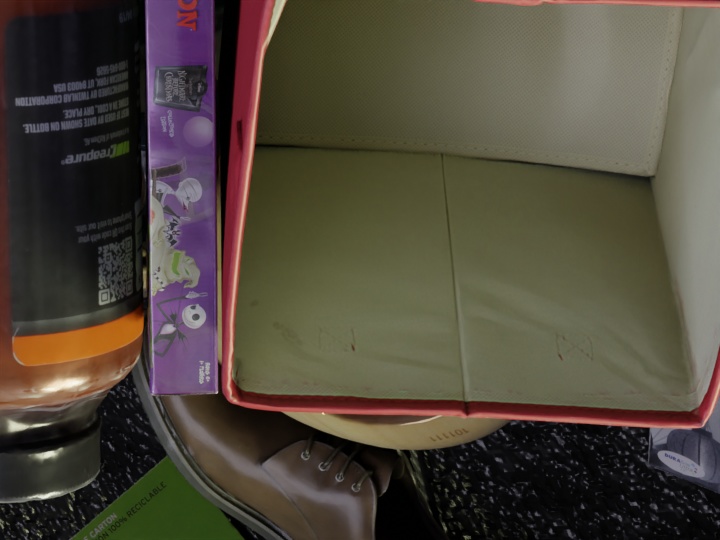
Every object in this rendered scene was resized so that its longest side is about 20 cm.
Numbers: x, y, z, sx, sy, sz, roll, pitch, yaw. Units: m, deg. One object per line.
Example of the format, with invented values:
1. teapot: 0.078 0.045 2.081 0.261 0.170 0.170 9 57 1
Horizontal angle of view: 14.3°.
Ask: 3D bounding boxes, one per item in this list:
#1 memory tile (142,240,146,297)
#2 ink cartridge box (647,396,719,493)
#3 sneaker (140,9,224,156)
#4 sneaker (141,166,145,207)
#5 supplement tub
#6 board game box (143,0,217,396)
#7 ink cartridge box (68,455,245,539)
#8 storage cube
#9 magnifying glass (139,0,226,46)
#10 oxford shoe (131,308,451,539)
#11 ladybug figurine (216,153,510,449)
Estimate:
1. memory tile: -0.123 0.008 1.219 0.153 0.200 0.017 -21 87 48
2. ink cartridge box: 0.163 0.007 1.094 0.099 0.039 0.200 21 131 28
3. sneaker: -0.063 -0.066 1.205 0.085 0.075 0.200 49 146 -20
4. sneaker: -0.177 -0.072 1.150 0.200 0.074 0.082 38 154 -8
5. supplement tub: -0.132 -0.020 1.048 0.107 0.107 0.201 10 106 35
6. board game box: -0.064 -0.070 1.012 0.032 0.120 0.201 1 109 -1
7. ink cartridge box: -0.068 0.201 1.338 0.200 0.148 0.076 50 160 -3
8. storage cube: 0.040 -0.072 0.984 0.170 0.180 0.200 3 130 -6
9. magnifying glass: -0.031 -0.119 1.097 0.200 0.080 0.022 -24 99 15
10. oxford shoe: -0.021 0.084 1.289 0.200 0.073 0.084 46 130 -9
11. ladybug figurine: 0.000 0.000 1.161 0.135 0.072 0.200 -15 141 21
